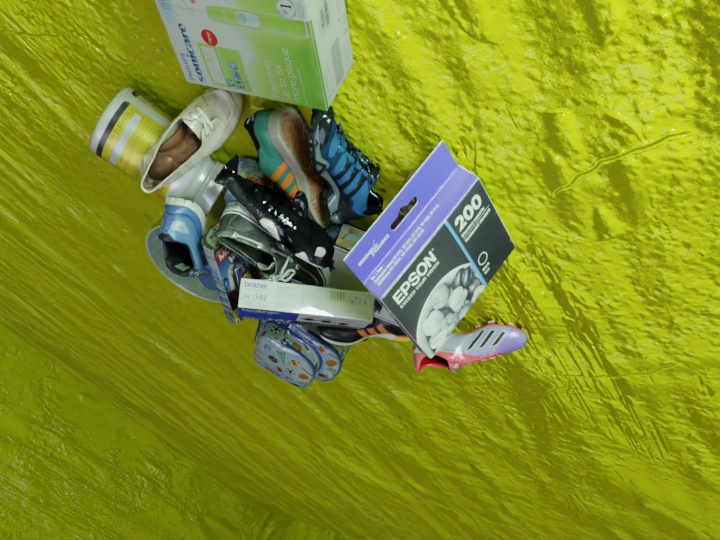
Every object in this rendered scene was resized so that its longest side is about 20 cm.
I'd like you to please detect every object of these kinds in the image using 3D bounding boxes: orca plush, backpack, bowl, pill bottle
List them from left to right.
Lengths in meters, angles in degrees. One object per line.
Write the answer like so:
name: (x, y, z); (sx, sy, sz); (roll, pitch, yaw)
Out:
pill bottle: (-0.297, -0.174, 1.032); (0.198, 0.113, 0.111); (34, 149, -13)
bowl: (-0.267, -0.048, 1.199); (0.195, 0.109, 0.203); (16, 143, 12)
orca plush: (-0.103, -0.092, 0.945); (0.200, 0.105, 0.071); (46, 110, -1)
backpack: (-0.111, 0.132, 1.315); (0.186, 0.157, 0.201); (22, 152, -3)

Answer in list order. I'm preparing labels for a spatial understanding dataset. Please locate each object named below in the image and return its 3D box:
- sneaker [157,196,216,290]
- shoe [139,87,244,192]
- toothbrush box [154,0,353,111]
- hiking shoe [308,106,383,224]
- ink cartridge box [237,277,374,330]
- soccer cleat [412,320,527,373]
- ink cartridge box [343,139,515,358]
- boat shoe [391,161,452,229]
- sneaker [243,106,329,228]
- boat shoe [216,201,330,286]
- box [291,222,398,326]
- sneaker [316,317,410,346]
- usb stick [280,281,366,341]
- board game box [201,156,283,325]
sneaker: (-0.267, -0.023, 1.057); (0.076, 0.091, 0.202); (9, 150, 18)
shoe: (-0.235, -0.179, 0.937); (0.199, 0.054, 0.070); (-40, 107, 18)
toothbrush box: (-0.118, -0.278, 0.757); (0.195, 0.087, 0.147); (17, 149, 18)
hiking shoe: (-0.017, -0.147, 0.915); (0.084, 0.076, 0.202); (-4, 145, 8)
ink cartridge box: (-0.082, 0.051, 1.005); (0.194, 0.046, 0.094); (7, 166, -10)
soccer cleat: (0.182, 0.135, 1.142); (0.194, 0.078, 0.067); (-4, 141, 19)
ink cartridge box: (0.097, -0.022, 0.864); (0.043, 0.199, 0.200); (29, 166, 49)
boat shoe: (0.076, -0.075, 0.939); (0.072, 0.064, 0.201); (27, 150, -1)
sneaker: (-0.098, -0.146, 0.969); (0.078, 0.072, 0.203); (9, 141, 33)
boat shoe: (-0.124, -0.016, 0.984); (0.072, 0.070, 0.199); (-17, 137, 36)
box: (0.000, 0.000, 1.065); (0.195, 0.061, 0.118); (21, 135, 0)
sneaker: (0.023, 0.078, 1.168); (0.194, 0.072, 0.091); (1, 148, -17)
usb stick: (-0.062, 0.064, 1.224); (0.199, 0.033, 0.055); (40, 148, -24)
board game box: (-0.176, -0.060, 1.067); (0.060, 0.201, 0.204); (16, 136, 28)
